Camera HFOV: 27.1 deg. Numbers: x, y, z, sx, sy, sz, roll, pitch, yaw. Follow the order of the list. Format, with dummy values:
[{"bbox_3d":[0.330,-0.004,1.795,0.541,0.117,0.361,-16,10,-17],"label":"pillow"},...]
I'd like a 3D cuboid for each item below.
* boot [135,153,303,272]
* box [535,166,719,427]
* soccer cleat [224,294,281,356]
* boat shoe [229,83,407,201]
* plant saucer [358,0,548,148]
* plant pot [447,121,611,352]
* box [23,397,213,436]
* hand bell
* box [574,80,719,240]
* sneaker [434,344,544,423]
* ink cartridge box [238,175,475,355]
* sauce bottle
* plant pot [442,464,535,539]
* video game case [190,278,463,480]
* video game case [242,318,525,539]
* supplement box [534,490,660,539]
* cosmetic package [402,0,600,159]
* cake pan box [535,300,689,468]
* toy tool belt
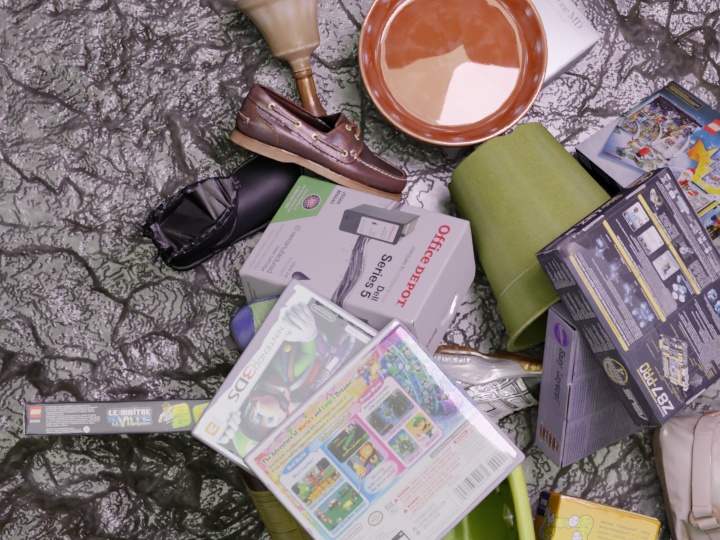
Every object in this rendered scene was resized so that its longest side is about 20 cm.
[{"bbox_3d":[-0.141,-0.070,1.549,0.198,0.162,0.073,-36,85,-7],"label":"boot"},{"bbox_3d":[0.283,0.025,1.435,0.161,0.049,0.200,-35,97,-26],"label":"box"},{"bbox_3d":[-0.055,0.112,1.508,0.084,0.065,0.200,-31,105,16],"label":"soccer cleat"},{"bbox_3d":[-0.035,-0.134,1.575,0.200,0.070,0.070,20,103,-18],"label":"boat shoe"},{"bbox_3d":[0.097,-0.227,1.572,0.200,0.032,0.201,0,84,-1],"label":"plant saucer"},{"bbox_3d":[0.189,-0.047,1.567,0.200,0.200,0.190,-30,76,-6],"label":"plant pot"},{"bbox_3d":[-0.242,0.152,1.549,0.199,0.110,0.035,-1,85,-3],"label":"box"},{"bbox_3d":[-0.059,-0.206,1.616,0.104,0.104,0.201,-17,97,-5],"label":"hand bell"},{"bbox_3d":[0.338,-0.111,1.577,0.136,0.200,0.038,-33,131,-6],"label":"box"},{"bbox_3d":[0.153,0.131,1.602,0.199,0.076,0.088,4,98,2],"label":"sneaker"},{"bbox_3d":[0.000,0.000,1.531,0.200,0.084,0.146,16,55,22],"label":"ink cartridge box"},{"bbox_3d":[-0.087,0.213,1.535,0.065,0.065,0.200,-24,114,-5],"label":"sauce bottle"},{"bbox_3d":[0.067,0.292,1.518,0.199,0.181,0.200,-6,86,-4],"label":"plant pot"},{"bbox_3d":[-0.031,0.135,1.434,0.200,0.023,0.182,32,80,5],"label":"video game case"},{"bbox_3d":[0.023,0.177,1.404,0.200,0.024,0.182,-42,84,-8],"label":"video game case"},{"bbox_3d":[0.227,0.341,1.558,0.109,0.109,0.201,14,84,-2],"label":"supplement box"},{"bbox_3d":[0.150,-0.224,1.626,0.200,0.071,0.101,-39,87,-6],"label":"cosmetic package"},{"bbox_3d":[0.269,0.089,1.528,0.184,0.200,0.052,-24,43,-26],"label":"cake pan box"},{"bbox_3d":[0.385,0.244,1.572,0.123,0.125,0.201,-10,86,4],"label":"toy tool belt"}]
